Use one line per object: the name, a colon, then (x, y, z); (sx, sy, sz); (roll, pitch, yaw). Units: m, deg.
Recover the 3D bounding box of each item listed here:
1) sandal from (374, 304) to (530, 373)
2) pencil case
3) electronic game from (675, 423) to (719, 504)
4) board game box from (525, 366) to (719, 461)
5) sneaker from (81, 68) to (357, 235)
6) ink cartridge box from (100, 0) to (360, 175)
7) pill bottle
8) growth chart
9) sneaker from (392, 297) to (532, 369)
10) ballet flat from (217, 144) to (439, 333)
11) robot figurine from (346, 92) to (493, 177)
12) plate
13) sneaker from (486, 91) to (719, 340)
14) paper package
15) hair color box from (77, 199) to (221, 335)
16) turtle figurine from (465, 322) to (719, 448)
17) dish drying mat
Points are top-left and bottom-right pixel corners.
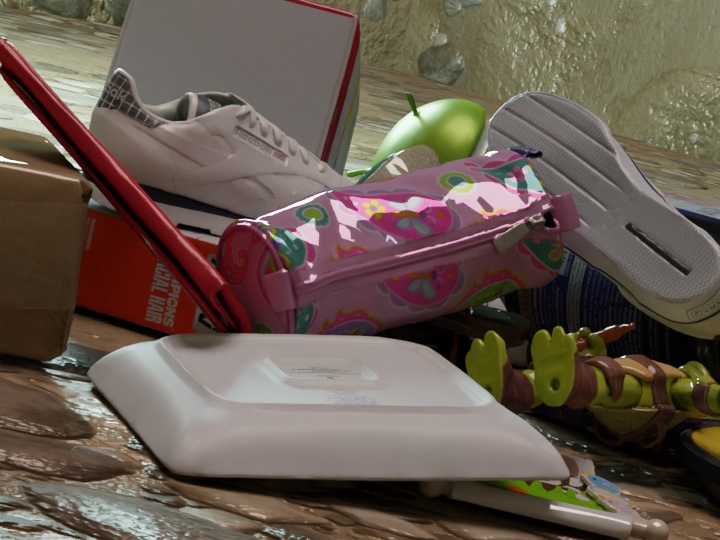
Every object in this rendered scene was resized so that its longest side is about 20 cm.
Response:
sandal: (0.031, 0.042, 1.690); (0.082, 0.055, 0.200); (11, -6, -34)
pencil case: (0.020, -0.010, 1.561); (0.200, 0.088, 0.087); (-14, 21, -30)
electronic game: (0.269, 0.118, 1.542); (0.199, 0.042, 0.200); (12, 7, -2)
board game box: (0.205, 0.089, 1.702); (0.200, 0.032, 0.120); (6, 13, -42)
sneaker: (-0.065, -0.060, 1.677); (0.200, 0.081, 0.076); (12, 5, -24)
ink cartridge box: (-0.085, -0.088, 1.851); (0.145, 0.145, 0.200); (14, -14, 4)
pill bottle: (0.194, 0.015, 1.705); (0.200, 0.112, 0.112); (18, 9, 37)
growth chart: (0.069, 0.099, 1.449); (0.144, 0.018, 0.200); (11, 9, -17)
sneaker: (0.030, 0.001, 1.845); (0.129, 0.080, 0.199); (18, 14, -33)
ballet flat: (0.000, 0.000, 1.635); (0.062, 0.068, 0.200); (20, 48, 35)
robot figurine: (0.092, -0.040, 1.993); (0.200, 0.176, 0.116); (34, 22, -10)
plate: (-0.019, 0.063, 1.408); (0.199, 0.032, 0.200); (2, 12, -18)
sneaker: (0.144, -0.025, 1.637); (0.200, 0.073, 0.071); (49, -4, 37)
paper package: (-0.259, -0.031, 1.527); (0.199, 0.104, 0.191); (10, 8, -15)
hair color box: (-0.129, -0.005, 1.702); (0.200, 0.064, 0.111); (15, 6, 25)
turtle figurine: (0.136, 0.063, 1.546); (0.161, 0.065, 0.200); (7, 4, -39)
dish drying mat: (-0.127, -0.041, 1.502); (0.200, 0.018, 0.077); (47, -6, 25)
